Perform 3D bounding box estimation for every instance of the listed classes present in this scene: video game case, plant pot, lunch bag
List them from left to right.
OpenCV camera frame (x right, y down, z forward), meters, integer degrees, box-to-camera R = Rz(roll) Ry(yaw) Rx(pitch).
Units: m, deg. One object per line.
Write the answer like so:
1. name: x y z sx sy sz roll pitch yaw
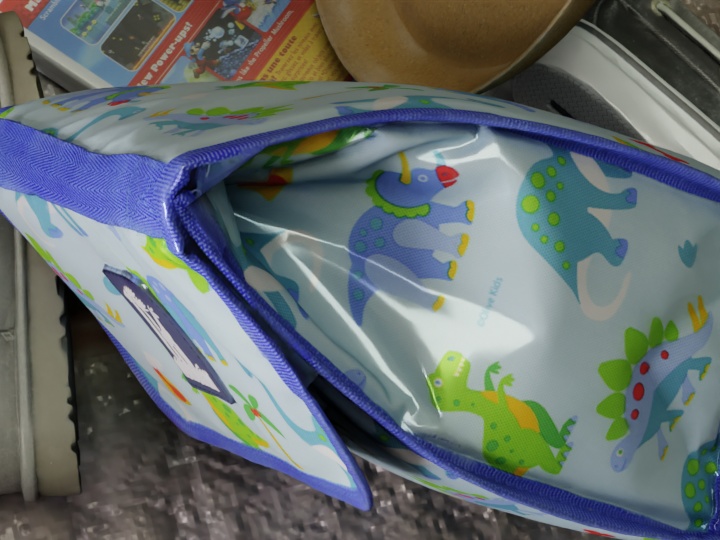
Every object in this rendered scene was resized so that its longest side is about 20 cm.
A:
1. video game case: -0.014 -0.085 0.835 0.200 0.017 0.143 34 67 4
2. lunch bag: 0.000 0.000 0.682 0.200 0.170 0.128 20 87 -27
3. plant pot: 0.046 -0.149 0.766 0.027 0.200 0.200 10 65 -32

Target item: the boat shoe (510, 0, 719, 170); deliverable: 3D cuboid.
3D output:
1. boat shoe: 0.145 -0.028 0.804 0.200 0.072 0.071 43 71 -1

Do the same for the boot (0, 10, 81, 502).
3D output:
1. boot: -0.194 0.005 0.747 0.200 0.073 0.182 -5 68 -5
